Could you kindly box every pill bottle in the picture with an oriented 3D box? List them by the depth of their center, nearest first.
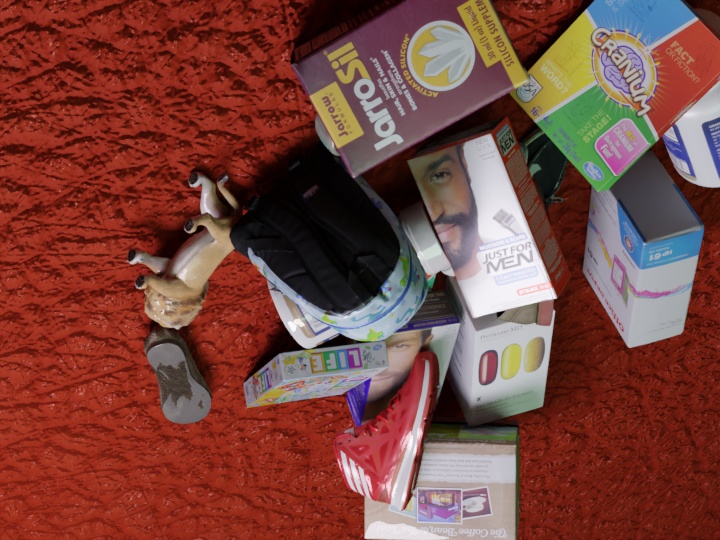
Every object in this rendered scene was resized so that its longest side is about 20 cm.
[{"bbox_3d":[0.392,-0.198,1.421,0.119,0.120,0.200,-30,140,7],"label":"pill bottle"},{"bbox_3d":[0.000,0.000,1.445,0.199,0.112,0.111,-27,140,9],"label":"pill bottle"}]

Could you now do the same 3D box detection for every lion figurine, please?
[{"bbox_3d":[-0.181,-0.018,1.381,0.200,0.073,0.122,-43,143,15],"label":"lion figurine"}]

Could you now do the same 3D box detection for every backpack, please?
[{"bbox_3d":[-0.018,-0.016,1.326,0.163,0.200,0.154,-44,130,-6],"label":"backpack"}]

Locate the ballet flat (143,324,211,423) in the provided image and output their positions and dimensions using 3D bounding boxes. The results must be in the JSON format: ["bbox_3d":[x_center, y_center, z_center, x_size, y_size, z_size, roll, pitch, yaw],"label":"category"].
[{"bbox_3d":[-0.228,0.127,1.539,0.067,0.047,0.201,-16,144,-3],"label":"ballet flat"}]

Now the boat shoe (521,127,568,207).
[{"bbox_3d":[0.203,-0.092,1.490,0.074,0.063,0.201,10,128,-30],"label":"boat shoe"}]

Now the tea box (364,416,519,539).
[{"bbox_3d":[0.114,0.277,1.673,0.198,0.135,0.197,0,-177,7],"label":"tea box"}]

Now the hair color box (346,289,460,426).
[{"bbox_3d":[0.052,0.119,1.605,0.108,0.065,0.201,-8,137,-17],"label":"hair color box"}]

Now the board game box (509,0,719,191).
[{"bbox_3d":[0.279,-0.209,1.334,0.200,0.153,0.040,-47,166,24],"label":"board game box"}]

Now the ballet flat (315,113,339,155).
[{"bbox_3d":[0.047,-0.181,1.318,0.199,0.064,0.068,-29,140,5],"label":"ballet flat"}]

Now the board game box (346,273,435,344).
[{"bbox_3d":[0.036,0.058,1.600,0.095,0.030,0.201,-8,139,-19],"label":"board game box"}]

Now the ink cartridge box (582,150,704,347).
[{"bbox_3d":[0.350,-0.024,1.567,0.084,0.145,0.201,-16,139,-8],"label":"ink cartridge box"}]

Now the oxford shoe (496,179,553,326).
[{"bbox_3d":[0.189,-0.014,1.464,0.074,0.071,0.201,-3,124,4],"label":"oxford shoe"}]

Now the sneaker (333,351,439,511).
[{"bbox_3d":[0.026,0.189,1.546,0.114,0.202,0.078,13,-178,10],"label":"sneaker"}]

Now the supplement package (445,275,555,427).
[{"bbox_3d":[0.177,0.092,1.636,0.113,0.110,0.201,-15,139,-10],"label":"supplement package"}]

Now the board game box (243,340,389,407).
[{"bbox_3d":[-0.059,0.130,1.549,0.133,0.035,0.200,-7,167,-19],"label":"board game box"}]

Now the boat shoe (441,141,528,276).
[{"bbox_3d":[0.125,-0.080,1.472,0.071,0.070,0.202,18,129,-13],"label":"boat shoe"}]

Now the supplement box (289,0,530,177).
[{"bbox_3d":[0.046,-0.202,1.228,0.199,0.103,0.132,-29,105,6],"label":"supplement box"}]

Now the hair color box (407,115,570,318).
[{"bbox_3d":[0.144,-0.057,1.391,0.110,0.064,0.201,-15,106,32],"label":"hair color box"}]
